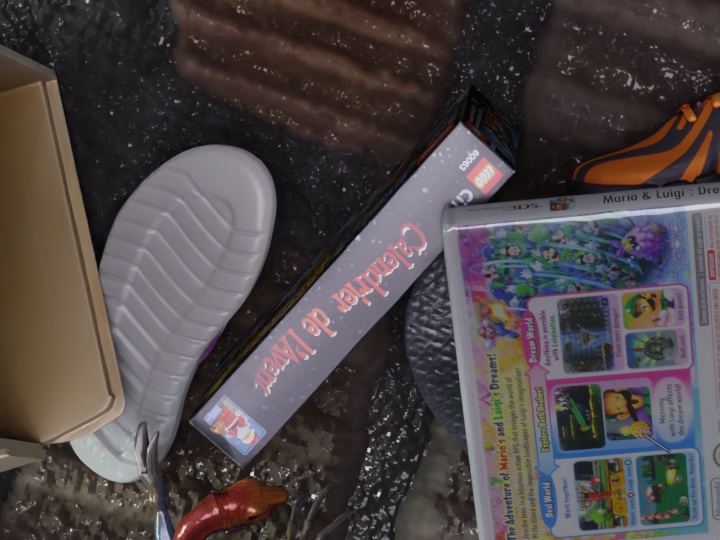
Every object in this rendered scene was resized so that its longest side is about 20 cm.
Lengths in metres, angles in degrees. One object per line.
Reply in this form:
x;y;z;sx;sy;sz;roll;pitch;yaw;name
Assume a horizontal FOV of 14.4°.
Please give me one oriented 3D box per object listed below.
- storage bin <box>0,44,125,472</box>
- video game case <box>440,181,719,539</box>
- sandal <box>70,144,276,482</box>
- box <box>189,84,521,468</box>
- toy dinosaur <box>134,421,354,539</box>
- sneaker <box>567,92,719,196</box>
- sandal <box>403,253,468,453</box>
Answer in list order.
-0.202;-0.008;1.386;0.093;0.200;0.199;-15;81;11;storage bin
0.139;0.050;1.378;0.181;0.024;0.201;-5;122;5;video game case
-0.100;0.017;1.487;0.082;0.050;0.203;34;115;13;sandal
0.000;0.000;1.427;0.038;0.137;0.200;42;101;-4;box
-0.053;0.170;1.440;0.105;0.181;0.201;-9;78;12;toy dinosaur
0.195;-0.092;1.432;0.199;0.078;0.112;-12;96;-4;sneaker
0.082;0.073;1.488;0.076;0.043;0.201;-22;108;16;sandal
